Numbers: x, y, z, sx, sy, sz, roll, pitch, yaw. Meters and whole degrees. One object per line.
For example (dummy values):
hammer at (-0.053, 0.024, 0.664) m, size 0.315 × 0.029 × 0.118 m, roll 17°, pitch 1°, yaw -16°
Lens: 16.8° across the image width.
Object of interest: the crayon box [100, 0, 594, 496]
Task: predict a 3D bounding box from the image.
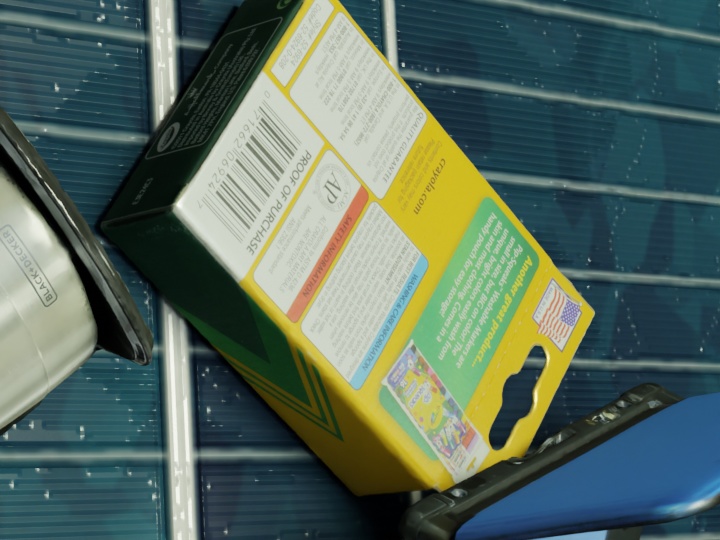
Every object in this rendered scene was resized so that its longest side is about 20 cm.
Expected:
crayon box at (0.000, 0.000, 0.986) m, size 0.200 × 0.051 × 0.126 m, roll 48°, pitch 54°, yaw -26°

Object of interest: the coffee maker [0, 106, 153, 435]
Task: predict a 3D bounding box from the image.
coffee maker at (-0.184, 0.043, 0.739) m, size 0.200 × 0.192 × 0.135 m, roll -39°, pitch 88°, yaw -19°

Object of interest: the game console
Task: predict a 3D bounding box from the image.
game console at (0.108, 0.117, 0.965) m, size 0.199 × 0.118 × 0.172 m, roll -20°, pitch 127°, yaw -52°
